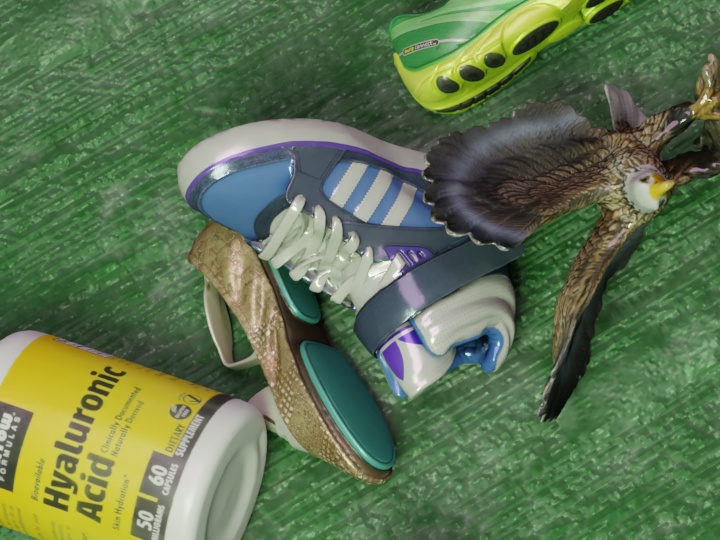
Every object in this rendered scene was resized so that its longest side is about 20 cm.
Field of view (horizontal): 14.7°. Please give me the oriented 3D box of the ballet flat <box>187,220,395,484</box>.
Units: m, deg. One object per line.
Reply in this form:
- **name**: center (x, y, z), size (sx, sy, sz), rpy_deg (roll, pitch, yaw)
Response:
- **ballet flat**: center (-0.044, 0.051, 1.613), size (0.065, 0.070, 0.201), rpy_deg (-37, 59, 20)

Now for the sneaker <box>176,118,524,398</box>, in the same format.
- **sneaker**: center (0.000, 0.000, 1.574), size (0.199, 0.081, 0.147), rpy_deg (8, 51, -31)

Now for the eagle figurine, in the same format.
- **eagle figurine**: center (0.135, -0.034, 1.572), size (0.200, 0.151, 0.152), rpy_deg (-34, 64, -9)

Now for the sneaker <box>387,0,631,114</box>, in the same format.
- **sneaker**: center (0.103, -0.177, 1.689), size (0.200, 0.074, 0.084), rpy_deg (-33, 69, -8)

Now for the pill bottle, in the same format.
- **pill bottle**: center (-0.162, 0.099, 1.570), size (0.199, 0.111, 0.112), rpy_deg (17, 68, 16)
